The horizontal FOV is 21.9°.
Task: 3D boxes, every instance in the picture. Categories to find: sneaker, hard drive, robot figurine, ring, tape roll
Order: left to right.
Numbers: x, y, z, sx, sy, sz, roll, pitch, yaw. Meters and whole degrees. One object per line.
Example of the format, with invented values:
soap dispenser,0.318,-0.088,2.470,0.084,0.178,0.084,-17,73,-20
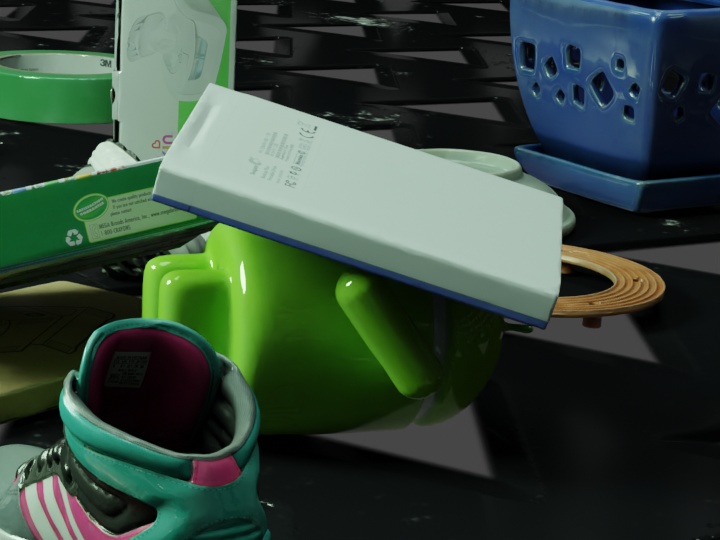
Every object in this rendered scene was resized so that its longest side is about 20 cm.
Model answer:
tape roll,-0.306,-0.191,1.919,0.200,0.048,0.200,4,15,-1
sneaker,-0.105,0.075,0.776,0.084,0.121,0.200,-9,19,-39
sneaker,-0.145,-0.018,1.270,0.079,0.074,0.200,-41,41,-16
robot figurine,-0.014,0.029,0.990,0.200,0.116,0.175,0,9,-17
hard drive,0.004,-0.036,0.948,0.200,0.025,0.132,18,24,-1
ring,0.111,0.009,1.294,0.200,0.019,0.200,4,14,-1

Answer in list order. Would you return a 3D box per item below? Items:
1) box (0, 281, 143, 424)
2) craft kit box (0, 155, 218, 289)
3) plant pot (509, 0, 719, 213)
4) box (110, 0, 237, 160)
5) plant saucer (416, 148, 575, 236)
box,-0.196,0.043,1.080,0.163,0.021,0.200,14,19,38
craft kit box,-0.180,-0.020,1.060,0.200,0.049,0.197,-14,-3,-18
plant pot,0.256,-0.154,1.637,0.200,0.180,0.200,-7,18,-34
box,-0.153,-0.153,1.501,0.096,0.200,0.176,1,13,-8
plant saucer,0.076,-0.065,1.513,0.200,0.050,0.200,3,14,-1
